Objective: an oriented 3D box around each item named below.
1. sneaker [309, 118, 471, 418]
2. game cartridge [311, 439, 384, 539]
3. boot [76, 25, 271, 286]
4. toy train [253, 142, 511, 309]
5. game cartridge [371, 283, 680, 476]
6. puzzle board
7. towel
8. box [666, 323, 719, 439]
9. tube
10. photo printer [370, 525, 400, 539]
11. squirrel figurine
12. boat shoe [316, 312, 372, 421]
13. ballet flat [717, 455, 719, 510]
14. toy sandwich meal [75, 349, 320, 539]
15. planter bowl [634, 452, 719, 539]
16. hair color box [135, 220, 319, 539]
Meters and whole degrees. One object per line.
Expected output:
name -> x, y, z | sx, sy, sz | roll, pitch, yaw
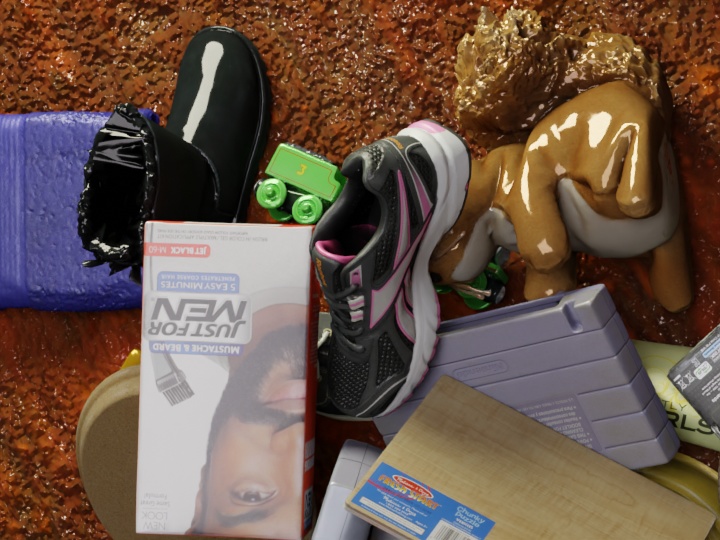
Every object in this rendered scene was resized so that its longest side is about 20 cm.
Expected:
sneaker -> 0.000, 0.000, 1.550 | 0.080, 0.086, 0.201 | 29, 118, 41
game cartridge -> -0.014, 0.178, 1.599 | 0.041, 0.200, 0.133 | 22, 91, 2
boot -> -0.131, -0.083, 1.686 | 0.073, 0.162, 0.199 | 5, 86, 23
toy train -> 0.018, -0.033, 1.691 | 0.200, 0.042, 0.057 | 24, 81, 20
game cartridge -> 0.098, 0.086, 1.598 | 0.200, 0.038, 0.130 | -14, 116, 35
puzzle board -> 0.106, 0.152, 1.516 | 0.200, 0.151, 0.017 | 27, 129, 12
towel -> -0.234, -0.043, 1.788 | 0.199, 0.050, 0.148 | -1, 91, 21
box -> 0.324, 0.071, 1.503 | 0.200, 0.048, 0.193 | -44, 75, 11
tube -> 0.190, 0.075, 1.609 | 0.199, 0.052, 0.058 | 11, 130, 14
photo printer -> 0.076, 0.241, 1.557 | 0.200, 0.069, 0.167 | 54, 147, 36
squirrel figurine -> 0.111, -0.070, 1.611 | 0.186, 0.142, 0.201 | -8, 65, 17
boat shoe -> -0.038, 0.062, 1.688 | 0.199, 0.068, 0.072 | 9, 86, 20
ballet flat -> 0.282, 0.080, 1.560 | 0.067, 0.046, 0.200 | 24, 87, -1
toy sandwich meal -> -0.106, 0.129, 1.682 | 0.205, 0.070, 0.206 | 13, 122, 21
planter bowl -> 0.167, 0.212, 1.584 | 0.200, 0.083, 0.201 | -2, 84, 20
hair color box -> -0.084, 0.069, 1.579 | 0.111, 0.064, 0.201 | 1, 91, 5
